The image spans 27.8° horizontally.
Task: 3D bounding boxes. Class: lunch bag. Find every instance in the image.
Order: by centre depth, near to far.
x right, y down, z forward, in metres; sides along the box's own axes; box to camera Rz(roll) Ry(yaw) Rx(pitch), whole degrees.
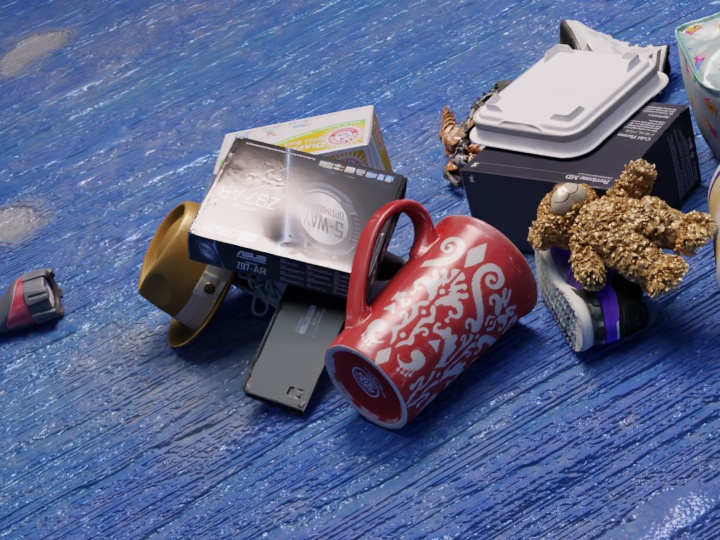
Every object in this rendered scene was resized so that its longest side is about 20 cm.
[{"bbox_3d":[0.432,-0.177,1.589,0.122,0.171,0.200,-21,31,9],"label":"lunch bag"}]

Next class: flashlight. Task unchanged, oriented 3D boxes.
[{"bbox_3d":[-0.469,0.053,1.791,0.200,0.068,0.068,-14,33,5],"label":"flashlight"}]

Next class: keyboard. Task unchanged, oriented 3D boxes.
[{"bbox_3d":[-0.032,0.062,1.535,0.127,0.021,0.200,17,67,17],"label":"keyboard"}]

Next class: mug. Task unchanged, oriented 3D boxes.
[{"bbox_3d":[0.051,0.042,1.470,0.177,0.133,0.200,40,61,12],"label":"mug"}]

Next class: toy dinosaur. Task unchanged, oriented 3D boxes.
[{"bbox_3d":[0.147,-0.167,1.802,0.136,0.102,0.200,-38,55,-1],"label":"toy dinosaur"}]

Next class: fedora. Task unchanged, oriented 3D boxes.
[{"bbox_3d":[-0.195,-0.013,1.644,0.201,0.082,0.201,-53,23,33],"label":"fedora"}]

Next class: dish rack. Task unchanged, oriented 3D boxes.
[{"bbox_3d":[0.233,-0.201,1.654,0.171,0.044,0.200,15,44,41],"label":"dish rack"}]

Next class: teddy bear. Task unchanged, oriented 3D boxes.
[{"bbox_3d":[0.253,-0.042,1.435,0.145,0.067,0.200,-48,46,7],"label":"teddy bear"}]

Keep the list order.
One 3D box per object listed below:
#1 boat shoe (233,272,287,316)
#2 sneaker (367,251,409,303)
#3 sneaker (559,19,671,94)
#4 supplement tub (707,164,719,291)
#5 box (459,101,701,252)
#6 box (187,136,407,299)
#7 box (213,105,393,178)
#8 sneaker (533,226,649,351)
[{"bbox_3d":[-0.099,0.011,1.631,0.086,0.075,0.202,3,15,-37],"label":"boat shoe"},{"bbox_3d":[0.000,0.000,1.631,0.200,0.071,0.073,11,42,38],"label":"sneaker"},{"bbox_3d":[0.337,-0.272,1.896,0.115,0.076,0.201,-13,39,-8],"label":"sneaker"},{"bbox_3d":[0.412,-0.027,1.394,0.145,0.146,0.200,-8,33,15],"label":"supplement tub"},{"bbox_3d":[0.248,-0.107,1.638,0.200,0.104,0.182,11,41,39],"label":"box"},{"bbox_3d":[-0.066,-0.057,1.560,0.200,0.044,0.160,14,48,9],"label":"box"},{"bbox_3d":[-0.067,-0.119,1.810,0.200,0.113,0.101,-9,33,12],"label":"box"},{"bbox_3d":[0.243,0.011,1.505,0.099,0.070,0.200,-12,36,-4],"label":"sneaker"}]
